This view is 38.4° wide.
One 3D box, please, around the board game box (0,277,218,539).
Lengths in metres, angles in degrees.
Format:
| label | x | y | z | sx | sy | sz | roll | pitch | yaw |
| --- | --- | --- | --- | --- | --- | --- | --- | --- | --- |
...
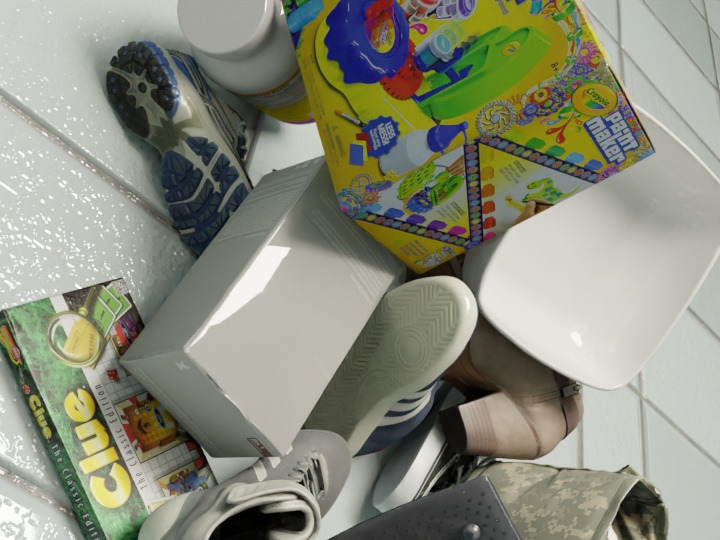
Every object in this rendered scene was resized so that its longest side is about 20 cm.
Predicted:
| label | x | y | z | sx | sy | sz | roll | pitch | yaw |
| --- | --- | --- | --- | --- | --- | --- | --- | --- | --- |
| board game box | -0.158 | 0.107 | 0.680 | 0.105 | 0.023 | 0.201 | -21 | 83 | -52 |

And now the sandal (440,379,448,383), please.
| label | x | y | z | sx | sy | sz | roll | pitch | yaw |
| --- | --- | --- | --- | --- | --- | --- | --- | --- | --- |
| sandal | 0.056 | 0.057 | 0.890 | 0.202 | 0.050 | 0.083 | 3 | 94 | -28 |

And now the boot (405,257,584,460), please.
| label | x | y | z | sx | sy | sz | roll | pitch | yaw |
| --- | --- | --- | --- | --- | --- | --- | --- | --- | --- |
| boot | 0.118 | 0.062 | 0.866 | 0.146 | 0.070 | 0.201 | -11 | 92 | -38 |

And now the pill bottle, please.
| label | x | y | z | sx | sy | sz | roll | pitch | yaw |
| --- | --- | --- | --- | --- | --- | --- | --- | --- | --- |
| pill bottle | -0.077 | -0.190 | 0.859 | 0.105 | 0.104 | 0.200 | 67 | 12 | 10 |

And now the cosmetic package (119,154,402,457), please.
| label | x | y | z | sx | sy | sz | roll | pitch | yaw |
| --- | --- | --- | --- | --- | --- | --- | --- | --- | --- |
| cosmetic package | -0.061 | 0.023 | 0.722 | 0.107 | 0.090 | 0.200 | 53 | 53 | -23 |

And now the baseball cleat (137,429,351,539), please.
| label | x | y | z | sx | sy | sz | roll | pitch | yaw |
| --- | --- | --- | --- | --- | --- | --- | --- | --- | --- |
| baseball cleat | -0.047 | 0.154 | 0.676 | 0.200 | 0.106 | 0.070 | -22 | 98 | -52 |

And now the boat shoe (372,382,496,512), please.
| label | x | y | z | sx | sy | sz | roll | pitch | yaw |
| --- | --- | --- | --- | --- | --- | --- | --- | --- | --- |
| boat shoe | 0.074 | 0.157 | 0.886 | 0.068 | 0.074 | 0.199 | 43 | 27 | 1 |

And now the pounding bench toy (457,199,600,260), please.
| label | x | y | z | sx | sy | sz | roll | pitch | yaw |
| --- | --- | --- | --- | --- | --- | --- | --- | --- | --- |
| pounding bench toy | 0.142 | -0.046 | 0.928 | 0.199 | 0.156 | 0.125 | -19 | 122 | -32 |

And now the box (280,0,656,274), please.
| label | x | y | z | sx | sy | sz | roll | pitch | yaw |
| --- | --- | --- | --- | --- | --- | --- | --- | --- | --- |
| box | 0.071 | -0.140 | 0.733 | 0.122 | 0.192 | 0.201 | 37 | 30 | -54 |

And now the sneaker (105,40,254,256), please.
| label | x | y | z | sx | sy | sz | roll | pitch | yaw |
| --- | --- | --- | --- | --- | --- | --- | --- | --- | --- |
| sneaker | -0.117 | -0.095 | 0.826 | 0.085 | 0.077 | 0.201 | -22 | 84 | -59 |

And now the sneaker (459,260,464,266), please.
| label | x | y | z | sx | sy | sz | roll | pitch | yaw |
| --- | --- | --- | --- | --- | --- | --- | --- | --- | --- |
| sneaker | 0.077 | -0.089 | 1.055 | 0.079 | 0.078 | 0.201 | 12 | 59 | -53 |

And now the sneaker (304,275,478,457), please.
| label | x | y | z | sx | sy | sz | roll | pitch | yaw |
| --- | --- | --- | --- | --- | --- | --- | --- | --- | --- |
| sneaker | 0.037 | 0.073 | 0.787 | 0.084 | 0.200 | 0.075 | -1 | 55 | -41 |

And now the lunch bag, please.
| label | x | y | z | sx | sy | sz | roll | pitch | yaw |
| --- | --- | --- | --- | --- | --- | --- | --- | --- | --- |
| lunch bag | 0.134 | 0.239 | 0.776 | 0.117 | 0.164 | 0.200 | 39 | 65 | -26 |

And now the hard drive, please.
| label | x | y | z | sx | sy | sz | roll | pitch | yaw |
| --- | --- | --- | --- | --- | --- | --- | --- | --- | --- |
| hard drive | 0.026 | 0.227 | 0.682 | 0.135 | 0.199 | 0.042 | 61 | 13 | 2 |

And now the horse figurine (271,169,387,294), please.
| label | x | y | z | sx | sy | sz | roll | pitch | yaw |
| --- | --- | --- | --- | --- | --- | --- | --- | --- | --- |
| horse figurine | 0.000 | 0.000 | 0.922 | 0.132 | 0.050 | 0.201 | 3 | 65 | -48 |

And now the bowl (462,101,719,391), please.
| label | x | y | z | sx | sy | sz | roll | pitch | yaw |
| --- | --- | --- | --- | --- | --- | --- | --- | --- | --- |
| bowl | 0.180 | -0.022 | 0.822 | 0.199 | 0.200 | 0.075 | 32 | 1 | -31 |
